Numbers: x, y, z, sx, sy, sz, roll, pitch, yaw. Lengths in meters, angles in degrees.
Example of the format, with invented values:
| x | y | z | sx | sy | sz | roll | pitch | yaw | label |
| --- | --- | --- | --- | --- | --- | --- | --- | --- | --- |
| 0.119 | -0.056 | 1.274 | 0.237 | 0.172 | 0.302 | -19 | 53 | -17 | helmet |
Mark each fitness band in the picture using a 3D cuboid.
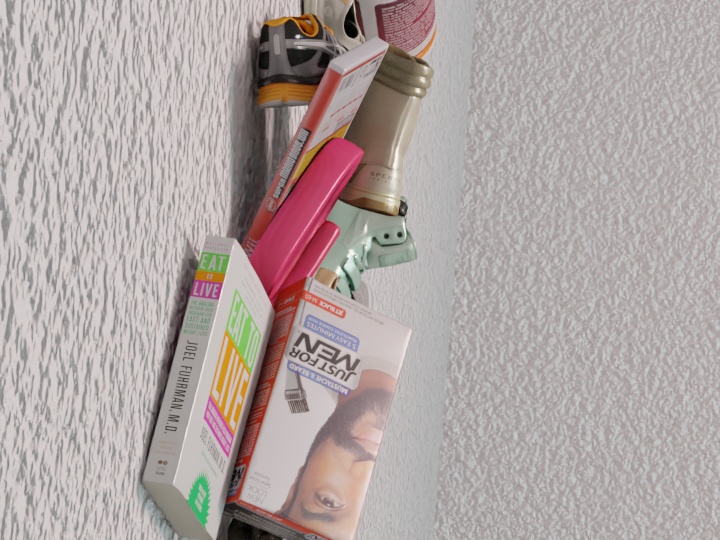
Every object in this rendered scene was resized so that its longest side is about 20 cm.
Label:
| x | y | z | sx | sy | sz | roll | pitch | yaw | label |
| --- | --- | --- | --- | --- | --- | --- | --- | --- | --- |
| -0.057 | -0.028 | 1.446 | 0.201 | 0.037 | 0.144 | -59 | 171 | -19 | fitness band |

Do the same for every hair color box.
| x | y | z | sx | sy | sz | roll | pitch | yaw | label |
| --- | --- | --- | --- | --- | --- | --- | --- | --- | --- |
| -0.039 | 0.121 | 1.352 | 0.064 | 0.110 | 0.202 | -25 | -137 | 58 | hair color box |

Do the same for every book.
| x | y | z | sx | sy | sz | roll | pitch | yaw | label |
| --- | --- | --- | --- | --- | --- | --- | --- | --- | --- |
| -0.121 | 0.092 | 1.262 | 0.134 | 0.047 | 0.202 | 75 | 25 | -63 | book |

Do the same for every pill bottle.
| x | y | z | sx | sy | sz | roll | pitch | yaw | label |
| --- | --- | --- | --- | --- | --- | --- | --- | --- | --- |
| 0.023 | -0.313 | 1.760 | 0.201 | 0.113 | 0.115 | 79 | 17 | -63 | pill bottle |

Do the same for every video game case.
| x | y | z | sx | sy | sz | roll | pitch | yaw | label |
| --- | --- | --- | --- | --- | --- | --- | --- | --- | --- |
| -0.042 | -0.106 | 1.432 | 0.201 | 0.017 | 0.143 | -63 | 173 | 22 | video game case |

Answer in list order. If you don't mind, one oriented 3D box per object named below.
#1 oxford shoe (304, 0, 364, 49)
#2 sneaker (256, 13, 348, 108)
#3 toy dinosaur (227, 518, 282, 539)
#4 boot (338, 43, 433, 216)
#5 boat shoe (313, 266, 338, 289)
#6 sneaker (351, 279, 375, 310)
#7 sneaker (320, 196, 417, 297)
| x | y | z | sx | sy | sz | roll | pitch | yaw | label |
| --- | --- | --- | --- | --- | --- | --- | --- | --- | --- |
| -0.024 | -0.224 | 1.685 | 0.201 | 0.057 | 0.076 | 88 | 8 | -48 | oxford shoe |
| -0.048 | -0.198 | 1.482 | 0.200 | 0.077 | 0.078 | -60 | 143 | -74 | sneaker |
| -0.092 | 0.235 | 1.438 | 0.103 | 0.076 | 0.202 | -88 | -179 | -52 | toy dinosaur |
| 0.006 | -0.146 | 1.582 | 0.200 | 0.071 | 0.156 | -146 | -109 | -66 | boot |
| -0.057 | 0.091 | 1.582 | 0.074 | 0.068 | 0.203 | 37 | 58 | -80 | boat shoe |
| -0.029 | 0.095 | 1.838 | 0.082 | 0.074 | 0.202 | 47 | 40 | -60 | sneaker |
| 0.000 | 0.000 | 1.758 | 0.074 | 0.117 | 0.203 | 77 | 20 | -68 | sneaker |
